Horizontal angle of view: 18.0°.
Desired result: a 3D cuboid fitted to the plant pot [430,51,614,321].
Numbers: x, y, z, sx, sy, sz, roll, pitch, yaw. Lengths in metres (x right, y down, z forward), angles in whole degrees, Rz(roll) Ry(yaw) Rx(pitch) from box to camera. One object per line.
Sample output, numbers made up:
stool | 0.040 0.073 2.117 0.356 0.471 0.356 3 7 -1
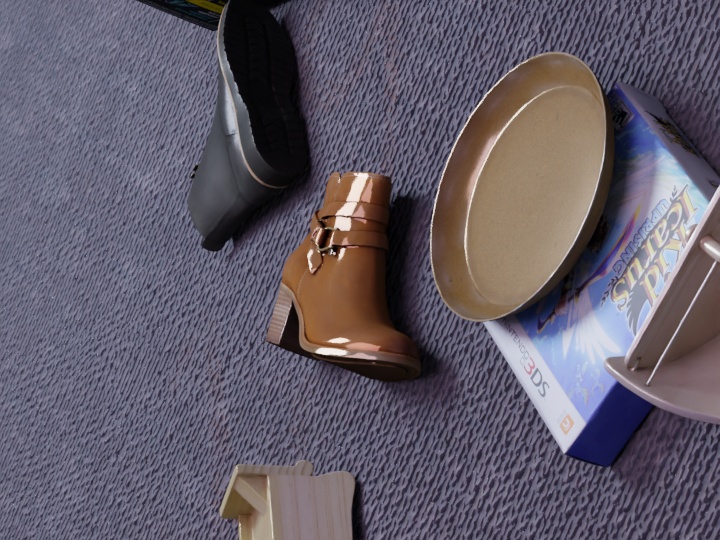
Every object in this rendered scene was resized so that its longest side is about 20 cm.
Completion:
plant pot | 0.118 -0.056 1.616 0.200 0.027 0.201 -37 43 45

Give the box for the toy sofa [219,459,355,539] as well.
toy sofa | -0.052 0.253 1.764 0.083 0.097 0.201 112 157 -55

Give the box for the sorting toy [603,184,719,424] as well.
sorting toy | 0.273 0.025 1.372 0.180 0.106 0.201 43 111 47

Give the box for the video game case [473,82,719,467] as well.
video game case | 0.172 0.001 1.570 0.201 0.045 0.182 -57 36 22

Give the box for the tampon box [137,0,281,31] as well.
tampon box | -0.127 -0.320 2.064 0.199 0.149 0.127 -16 61 52

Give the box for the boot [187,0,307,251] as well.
boot | -0.120 -0.132 2.043 0.138 0.077 0.201 -45 40 42

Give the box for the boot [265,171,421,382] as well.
boot | 0.000 0.000 1.803 0.199 0.073 0.156 15 84 54
